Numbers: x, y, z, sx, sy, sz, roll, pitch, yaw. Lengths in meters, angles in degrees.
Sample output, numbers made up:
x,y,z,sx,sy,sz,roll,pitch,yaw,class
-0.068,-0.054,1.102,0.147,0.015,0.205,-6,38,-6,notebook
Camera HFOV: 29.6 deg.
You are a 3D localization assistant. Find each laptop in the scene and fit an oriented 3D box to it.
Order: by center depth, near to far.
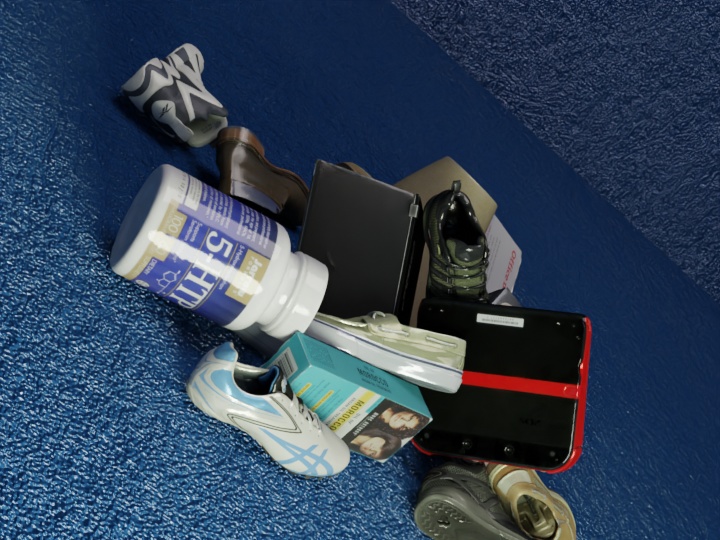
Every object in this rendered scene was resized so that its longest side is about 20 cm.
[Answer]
x,y,z,sx,sy,sz,roll,pitch,yaw,class
0.000,0.000,1.575,0.115,0.189,0.200,10,-14,10,laptop

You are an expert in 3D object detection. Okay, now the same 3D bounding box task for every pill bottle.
x,y,z,sx,sy,sz,roll,pitch,yaw,class
-0.138,-0.010,1.368,0.199,0.120,0.120,27,24,-20,pill bottle

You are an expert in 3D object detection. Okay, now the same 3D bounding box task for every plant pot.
x,y,z,sx,sy,sz,roll,pitch,yaw,class
0.075,-0.044,1.759,0.187,0.200,0.187,43,2,-2,plant pot

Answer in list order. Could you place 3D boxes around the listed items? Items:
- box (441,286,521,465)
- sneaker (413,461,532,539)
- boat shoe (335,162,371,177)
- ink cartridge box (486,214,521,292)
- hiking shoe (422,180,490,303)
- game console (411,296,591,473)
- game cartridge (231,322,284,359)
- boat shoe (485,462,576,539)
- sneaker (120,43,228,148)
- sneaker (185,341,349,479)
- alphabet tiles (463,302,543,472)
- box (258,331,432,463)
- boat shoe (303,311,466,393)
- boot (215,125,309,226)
x,y,z,sx,sy,sz,roll,pitch,yaw,class
0.154,0.142,1.636,0.158,0.051,0.200,52,55,-11,box
0.145,0.279,1.493,0.199,0.076,0.114,36,26,-12,sneaker
-0.011,-0.090,1.942,0.065,0.072,0.201,30,29,-42,boat shoe
0.138,-0.026,1.950,0.200,0.085,0.148,51,47,-37,ink cartridge box
0.110,0.002,1.548,0.101,0.075,0.202,111,-32,-79,hiking shoe
0.151,0.127,1.506,0.198,0.179,0.031,6,1,21,game console
-0.107,0.031,1.532,0.133,0.041,0.200,42,18,-25,game cartridge
0.205,0.290,1.572,0.200,0.071,0.076,48,8,-42,boat shoe
-0.218,-0.213,1.740,0.130,0.079,0.199,50,13,-5,sneaker
-0.077,0.138,1.314,0.200,0.072,0.072,36,19,-32,sneaker
0.170,0.143,1.606,0.195,0.015,0.201,34,62,-20,alphabet tiles
-0.020,0.136,1.426,0.199,0.082,0.049,27,27,-43,box
0.022,0.077,1.477,0.199,0.063,0.072,19,-14,-17,boat shoe
-0.125,-0.087,1.731,0.200,0.074,0.098,44,41,-44,boot
